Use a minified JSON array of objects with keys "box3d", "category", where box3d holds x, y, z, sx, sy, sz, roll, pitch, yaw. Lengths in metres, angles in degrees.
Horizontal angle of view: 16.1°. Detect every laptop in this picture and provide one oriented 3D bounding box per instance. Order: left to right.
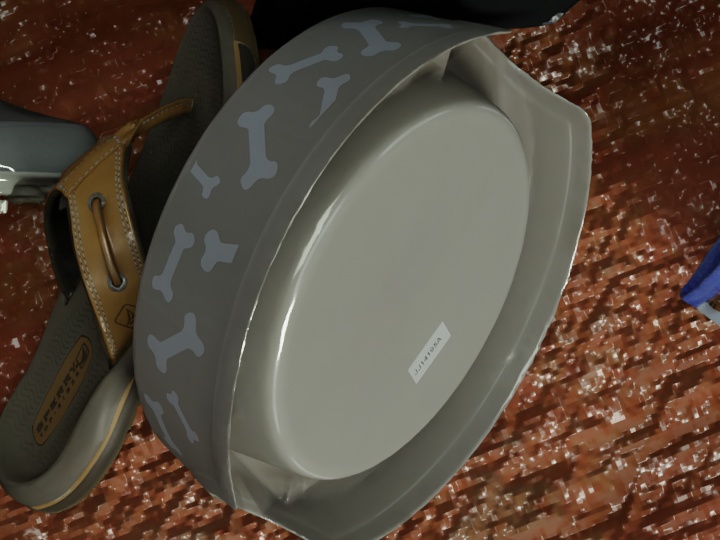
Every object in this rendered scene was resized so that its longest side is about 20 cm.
[{"box3d":[0.055,-0.148,0.897,0.103,0.177,0.200,31,86,-3],"category":"laptop"}]

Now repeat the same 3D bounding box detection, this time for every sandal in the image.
[{"box3d":[-0.092,-0.006,0.905,0.054,0.082,0.200,19,112,-30],"category":"sandal"}]

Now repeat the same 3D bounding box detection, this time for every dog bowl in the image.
[{"box3d":[0.000,0.000,0.885,0.059,0.200,0.200,29,84,30],"category":"dog bowl"}]

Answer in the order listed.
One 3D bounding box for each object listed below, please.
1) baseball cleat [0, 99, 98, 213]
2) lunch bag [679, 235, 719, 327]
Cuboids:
[{"box3d":[-0.190,-0.077,0.926,0.199,0.070,0.107,5,87,-6],"category":"baseball cleat"},{"box3d":[0.248,-0.029,0.940,0.170,0.124,0.200,39,71,-2],"category":"lunch bag"}]
